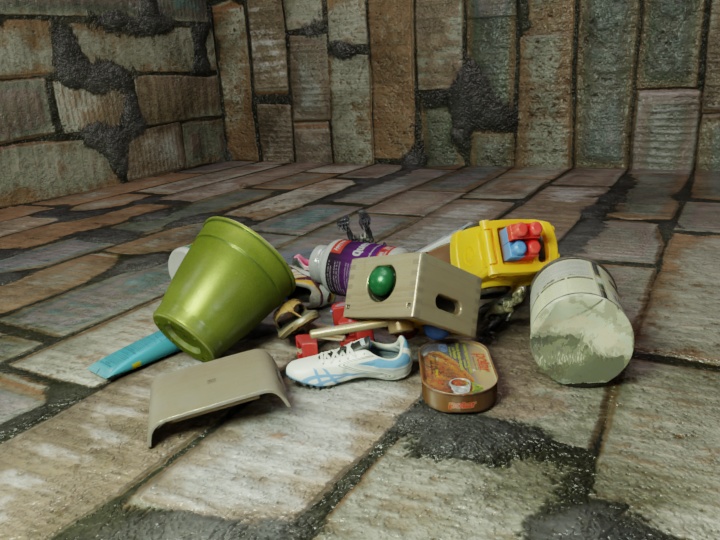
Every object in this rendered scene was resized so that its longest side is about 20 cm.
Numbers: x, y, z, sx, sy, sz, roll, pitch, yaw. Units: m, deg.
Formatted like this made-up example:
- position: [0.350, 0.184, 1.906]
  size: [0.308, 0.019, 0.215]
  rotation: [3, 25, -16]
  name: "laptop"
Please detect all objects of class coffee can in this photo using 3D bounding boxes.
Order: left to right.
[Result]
- position: [0.341, 0.074, 1.040]
  size: [0.145, 0.147, 0.200]
  rotation: [1, 17, 14]
  name: "coffee can"

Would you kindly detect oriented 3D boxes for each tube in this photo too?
- position: [-0.367, 0.136, 1.146]
  size: [0.199, 0.051, 0.077]
  rotation: [-24, 17, -40]
  name: "tube"

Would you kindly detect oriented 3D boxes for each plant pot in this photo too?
- position: [-0.246, 0.047, 1.132]
  size: [0.200, 0.201, 0.193]
  rotation: [10, 53, 37]
  name: "plant pot"

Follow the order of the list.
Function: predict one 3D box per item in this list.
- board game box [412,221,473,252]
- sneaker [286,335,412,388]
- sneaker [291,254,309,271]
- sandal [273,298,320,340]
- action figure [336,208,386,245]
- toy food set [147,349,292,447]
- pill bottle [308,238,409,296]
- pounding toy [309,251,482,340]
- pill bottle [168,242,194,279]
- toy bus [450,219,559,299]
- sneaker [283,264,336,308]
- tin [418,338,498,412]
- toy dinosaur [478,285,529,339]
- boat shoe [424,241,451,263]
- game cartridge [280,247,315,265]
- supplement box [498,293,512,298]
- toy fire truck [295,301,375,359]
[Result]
- position: [0.159, -0.041, 1.493]
  size: [0.199, 0.035, 0.126]
  rotation: [-28, 2, 32]
  name: "board game box"
- position: [-0.018, 0.138, 1.026]
  size: [0.199, 0.073, 0.072]
  rotation: [-6, 18, -4]
  name: "sneaker"
- position: [-0.062, -0.002, 1.459]
  size: [0.199, 0.096, 0.079]
  rotation: [-2, 15, -1]
  name: "sneaker"
- position: [-0.125, 0.079, 1.189]
  size: [0.080, 0.054, 0.200]
  rotation: [-34, 10, -8]
  name: "sandal"
- position: [0.010, -0.044, 1.516]
  size: [0.118, 0.200, 0.103]
  rotation: [-9, 51, 17]
  name: "action figure"
- position: [-0.207, 0.186, 0.948]
  size: [0.199, 0.061, 0.144]
  rotation: [-15, 20, -11]
  name: "toy food set"
- position: [0.000, 0.000, 1.281]
  size: [0.199, 0.113, 0.112]
  rotation: [10, 21, 31]
  name: "pill bottle"
- position: [0.057, 0.059, 1.060]
  size: [0.199, 0.143, 0.183]
  rotation: [20, -17, -41]
  name: "pounding toy"
- position: [-0.337, -0.021, 1.537]
  size: [0.112, 0.114, 0.200]
  rotation: [9, 20, 35]
  name: "pill bottle"
- position: [0.286, -0.037, 1.176]
  size: [0.199, 0.137, 0.192]
  rotation: [-3, -15, -18]
  name: "toy bus"
- position: [-0.150, 0.034, 1.385]
  size: [0.199, 0.075, 0.090]
  rotation: [8, 14, 34]
  name: "sneaker"
- position: [0.146, 0.156, 0.995]
  size: [0.111, 0.042, 0.200]
  rotation: [-6, 16, 5]
  name: "tin"
- position: [0.224, 0.082, 1.177]
  size: [0.088, 0.048, 0.200]
  rotation: [-48, 12, -33]
  name: "toy dinosaur"
- position: [0.125, 0.002, 1.304]
  size: [0.068, 0.072, 0.200]
  rotation: [17, -40, -33]
  name: "boat shoe"
- position: [-0.140, -0.020, 1.635]
  size: [0.199, 0.041, 0.133]
  rotation: [-13, 23, -29]
  name: "game cartridge"
- position: [0.290, -0.021, 1.390]
  size: [0.103, 0.102, 0.200]
  rotation: [22, 18, -3]
  name: "supplement box"
- position: [-0.047, 0.108, 1.167]
  size: [0.140, 0.049, 0.200]
  rotation: [-7, 16, -7]
  name: "toy fire truck"
